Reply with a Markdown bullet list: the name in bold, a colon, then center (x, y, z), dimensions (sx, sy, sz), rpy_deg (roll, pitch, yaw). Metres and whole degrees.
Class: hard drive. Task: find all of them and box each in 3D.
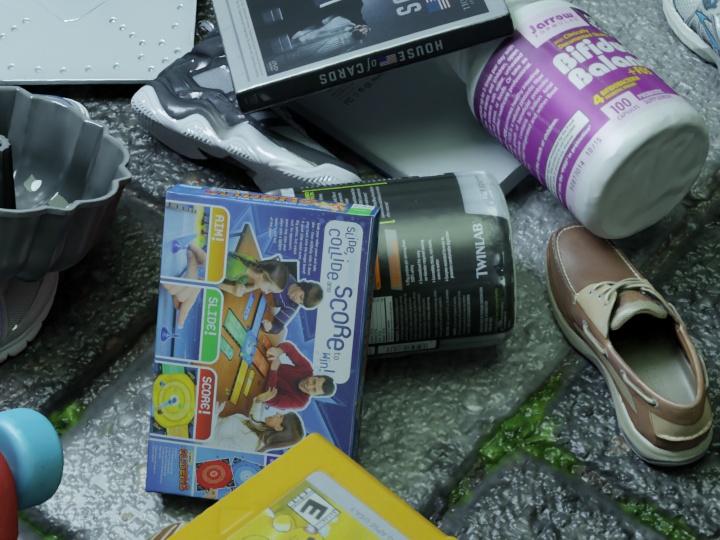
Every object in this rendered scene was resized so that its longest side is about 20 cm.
- **hard drive**: center (0.048, -0.126, 1.394), dimensions (0.200, 0.025, 0.132), rpy_deg (35, 60, 25)

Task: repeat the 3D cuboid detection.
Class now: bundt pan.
- **bundt pan**: center (-0.261, -0.056, 1.239), dimensions (0.201, 0.076, 0.202), rpy_deg (13, 27, -7)

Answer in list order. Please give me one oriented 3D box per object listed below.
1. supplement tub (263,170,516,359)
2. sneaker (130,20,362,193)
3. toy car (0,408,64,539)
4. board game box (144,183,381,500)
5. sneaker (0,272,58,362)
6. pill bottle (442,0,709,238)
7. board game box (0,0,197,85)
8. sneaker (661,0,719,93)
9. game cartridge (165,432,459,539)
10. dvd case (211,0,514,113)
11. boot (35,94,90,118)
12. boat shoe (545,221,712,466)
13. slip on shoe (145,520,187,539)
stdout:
- **supplement tub**: center (0.000, 0.000, 1.236), dimensions (0.200, 0.123, 0.123), rpy_deg (-5, 52, -4)
- **sneaker**: center (-0.066, -0.123, 1.346), dimensions (0.200, 0.076, 0.114), rpy_deg (25, 74, 23)
- **toy car**: center (-0.204, 0.179, 1.008), dimensions (0.200, 0.177, 0.184), rpy_deg (12, 14, 37)
- **board game box**: center (-0.063, 0.052, 1.163), dimensions (0.135, 0.200, 0.034), rpy_deg (7, 13, 6)
- **sneaker**: center (-0.291, 0.026, 1.236), dimensions (0.200, 0.088, 0.081), rpy_deg (-35, 59, -29)
- **pill bottle**: center (0.147, -0.123, 1.302), dimensions (0.112, 0.112, 0.200), rpy_deg (-28, 54, -20)
- **board game box**: center (-0.231, -0.218, 1.469), dimensions (0.199, 0.026, 0.200), rpy_deg (0, 52, 0)
- **sneaker**: center (0.299, -0.195, 1.408), dimensions (0.077, 0.086, 0.200), rpy_deg (-15, 54, -12)
- **game cartridge**: center (-0.019, 0.198, 1.051), dimensions (0.176, 0.032, 0.200), rpy_deg (-35, 51, -30)
- **dvd case**: center (-0.004, -0.192, 1.313), dimensions (0.200, 0.025, 0.150), rpy_deg (-17, 44, 0)
- **boot**: center (-0.301, -0.109, 1.343), dimensions (0.200, 0.090, 0.073), rpy_deg (-16, 53, -11)
- **boat shoe**: center (0.186, 0.037, 1.237), dimensions (0.076, 0.072, 0.200), rpy_deg (-19, 54, -14)
- **slip on shoe**: center (-0.147, 0.240, 1.093), dimensions (0.061, 0.076, 0.200), rpy_deg (45, 46, -15)
